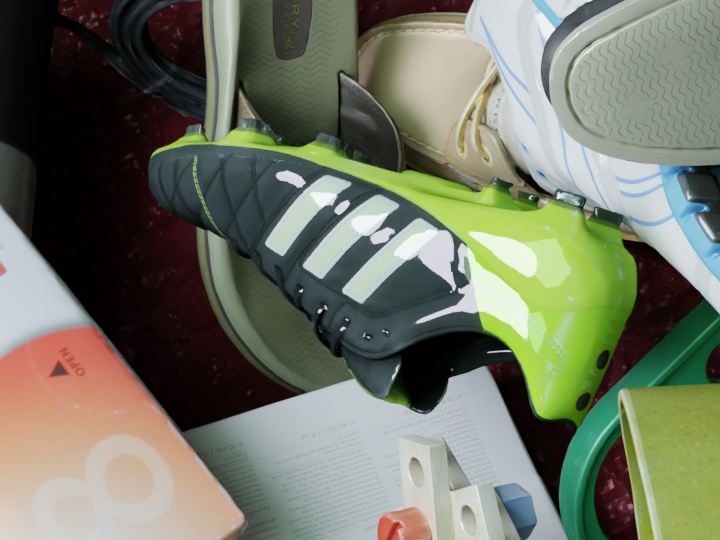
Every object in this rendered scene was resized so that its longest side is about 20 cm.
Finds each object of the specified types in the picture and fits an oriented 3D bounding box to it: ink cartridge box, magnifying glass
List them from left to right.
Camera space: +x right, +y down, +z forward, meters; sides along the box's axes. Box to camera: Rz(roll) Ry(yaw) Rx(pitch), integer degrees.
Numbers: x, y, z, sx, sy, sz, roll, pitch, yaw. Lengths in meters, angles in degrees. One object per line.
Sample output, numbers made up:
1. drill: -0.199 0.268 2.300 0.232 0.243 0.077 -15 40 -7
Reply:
1. ink cartridge box: -0.163 0.079 0.923 0.200 0.050 0.162 -33 76 -28
2. magnifying glass: 0.130 0.023 0.974 0.200 0.079 0.022 -68 23 15

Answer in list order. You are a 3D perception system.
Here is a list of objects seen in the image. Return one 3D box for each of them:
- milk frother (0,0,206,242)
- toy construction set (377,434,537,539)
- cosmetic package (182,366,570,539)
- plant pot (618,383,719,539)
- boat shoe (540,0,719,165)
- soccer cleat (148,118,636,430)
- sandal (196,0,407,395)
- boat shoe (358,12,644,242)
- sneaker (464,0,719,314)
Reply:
1. milk frother: -0.126 -0.025 1.060 0.200 0.180 0.188 -4 76 31
2. toy construction set: 0.105 0.104 0.933 0.092 0.200 0.131 -121 31 -61
3. cosmetic package: -0.021 0.126 0.988 0.200 0.052 0.151 -16 66 -20
4. plant pot: 0.188 0.108 0.795 0.200 0.187 0.187 -10 75 3
5. boat shoe: 0.146 -0.088 0.896 0.200 0.072 0.068 -21 30 -13
6. soccer cleat: 0.000 0.000 0.941 0.200 0.067 0.081 15 87 36
7. sandal: -0.017 -0.044 1.029 0.057 0.080 0.201 16 119 45
8. boat shoe: 0.073 -0.056 1.031 0.200 0.069 0.074 19 88 27
9. sneaker: 0.099 -0.040 0.944 0.200 0.075 0.087 60 141 26
